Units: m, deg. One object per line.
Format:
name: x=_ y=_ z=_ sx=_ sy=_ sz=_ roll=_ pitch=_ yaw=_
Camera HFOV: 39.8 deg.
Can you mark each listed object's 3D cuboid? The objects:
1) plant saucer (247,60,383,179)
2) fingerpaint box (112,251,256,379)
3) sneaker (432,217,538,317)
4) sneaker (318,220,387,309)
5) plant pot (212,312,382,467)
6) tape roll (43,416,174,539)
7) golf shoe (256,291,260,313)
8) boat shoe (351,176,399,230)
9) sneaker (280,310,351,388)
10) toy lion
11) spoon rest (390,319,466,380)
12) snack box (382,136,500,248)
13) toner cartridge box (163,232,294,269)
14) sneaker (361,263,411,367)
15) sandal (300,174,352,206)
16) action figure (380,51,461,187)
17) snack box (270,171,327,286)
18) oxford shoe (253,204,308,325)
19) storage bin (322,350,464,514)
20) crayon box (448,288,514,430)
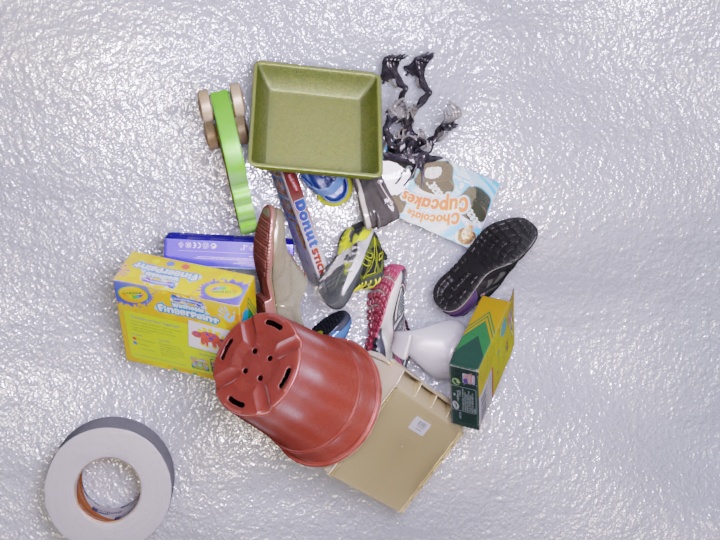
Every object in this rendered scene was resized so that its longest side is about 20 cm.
plant saucer: x=-0.068 y=-0.216 z=1.494 sx=0.197 sy=0.048 sz=0.202 roll=5 pitch=59 yaw=-8
fingerpaint box: x=-0.258 y=0.072 z=1.496 sx=0.197 sy=0.074 sz=0.168 roll=11 pitch=131 yaw=11
sneaker: x=0.205 y=-0.005 z=1.605 sx=0.199 sy=0.087 sz=0.076 roll=-41 pitch=63 yaw=6
sneaker: x=0.000 y=0.000 z=1.534 sx=0.074 sy=0.201 sz=0.085 roll=-26 pitch=115 yaw=34
plant pot: x=-0.099 y=0.161 z=1.435 sx=0.201 sy=0.200 sz=0.195 roll=-51 pitch=143 yaw=1
tape roll: x=-0.396 y=0.338 z=1.578 sx=0.197 sy=0.066 sz=0.203 roll=-1 pitch=96 yaw=-7
golf shoe: x=-0.190 y=0.060 z=1.559 sx=0.197 sy=0.092 sz=0.076 roll=2 pitch=98 yaw=-6
boat shoe: x=0.011 y=-0.158 z=1.547 sx=0.056 sy=0.067 sz=0.202 roll=-13 pitch=70 yaw=-5
sneaker: x=-0.071 y=0.155 z=1.601 sx=0.078 sy=0.066 sz=0.201 roll=39 pitch=91 yaw=-21
toy lion: x=-0.188 y=-0.155 z=1.487 sx=0.068 sy=0.200 sz=0.194 roll=-13 pitch=79 yaw=-7
spoon rest: x=0.113 y=0.122 z=1.582 sx=0.199 sy=0.060 sz=0.101 roll=14 pitch=93 yaw=-50
snack box: x=0.113 y=-0.125 z=1.600 sx=0.198 sy=0.037 sz=0.117 roll=22 pitch=94 yaw=-9
toner cartridge box: x=-0.203 y=-0.030 z=1.545 sx=0.197 sy=0.095 sz=0.044 roll=3 pitch=96 yaw=-6
sneaker: x=0.051 y=0.088 z=1.602 sx=0.074 sy=0.081 sz=0.203 roll=2 pitch=104 yaw=-21
sandal: x=-0.085 y=-0.183 z=1.547 sx=0.200 sy=0.087 sz=0.080 roll=43 pitch=92 yaw=-8
action figure: x=0.084 y=-0.236 z=1.528 sx=0.117 sy=0.102 sz=0.203 roll=-2 pitch=77 yaw=-26
snack box: x=-0.093 y=-0.071 z=1.544 sx=0.024 sy=0.072 sz=0.202 roll=-24 pitch=111 yaw=-16
oxford shoe: x=-0.118 y=-0.002 z=1.483 sx=0.073 sy=0.071 sz=0.203 roll=-7 pitch=113 yaw=-21
storage bin: x=0.042 y=0.253 z=1.561 sx=0.199 sy=0.094 sz=0.200 roll=-53 pitch=131 yaw=0
crayon box: x=0.194 y=0.133 z=1.566 sx=0.050 sy=0.201 sz=0.128 roll=11 pitch=131 yaw=21
